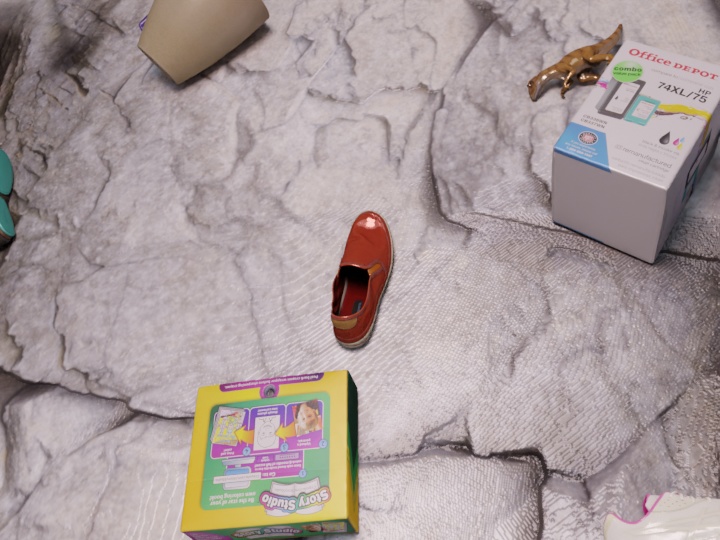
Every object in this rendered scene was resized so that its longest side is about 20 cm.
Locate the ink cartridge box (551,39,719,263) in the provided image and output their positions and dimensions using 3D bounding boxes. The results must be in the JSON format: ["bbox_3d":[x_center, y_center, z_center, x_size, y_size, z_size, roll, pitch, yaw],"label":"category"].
[{"bbox_3d":[0.350,-0.152,0.938,0.144,0.147,0.202,26,66,28],"label":"ink cartridge box"}]

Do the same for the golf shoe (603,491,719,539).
[{"bbox_3d":[0.331,0.247,0.730,0.195,0.076,0.093,-22,51,-1],"label":"golf shoe"}]

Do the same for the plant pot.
[{"bbox_3d":[-0.291,-0.434,1.301,0.201,0.187,0.187,-49,57,-2],"label":"plant pot"}]

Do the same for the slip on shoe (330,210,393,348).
[{"bbox_3d":[0.000,0.000,0.991,0.072,0.062,0.204,2,57,18],"label":"slip on shoe"}]

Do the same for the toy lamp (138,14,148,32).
[{"bbox_3d":[-0.325,-0.495,1.409,0.197,0.059,0.059,-32,55,-8],"label":"toy lamp"}]

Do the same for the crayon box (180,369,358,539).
[{"bbox_3d":[-0.101,0.218,0.878,0.194,0.059,0.177,-8,57,11],"label":"crayon box"}]

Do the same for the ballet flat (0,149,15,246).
[{"bbox_3d":[-0.620,-0.119,1.241,0.067,0.068,0.203,-26,54,7],"label":"ballet flat"}]

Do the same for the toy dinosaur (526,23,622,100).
[{"bbox_3d":[0.339,-0.313,1.102,0.197,0.061,0.107,-30,53,-5],"label":"toy dinosaur"}]
